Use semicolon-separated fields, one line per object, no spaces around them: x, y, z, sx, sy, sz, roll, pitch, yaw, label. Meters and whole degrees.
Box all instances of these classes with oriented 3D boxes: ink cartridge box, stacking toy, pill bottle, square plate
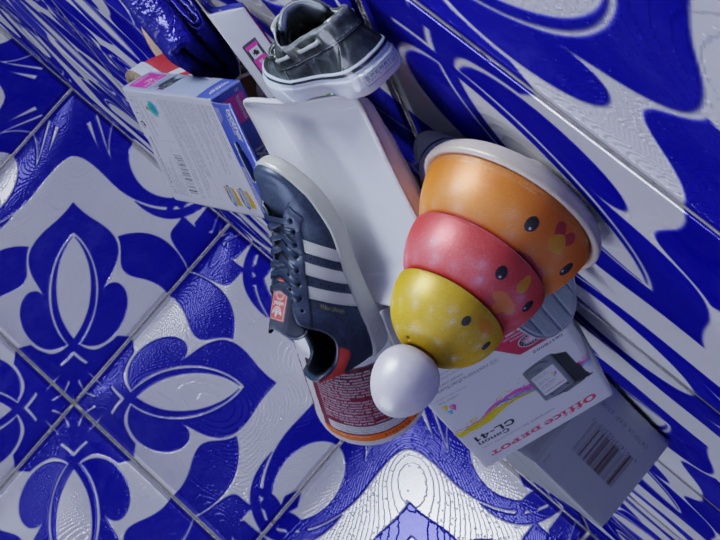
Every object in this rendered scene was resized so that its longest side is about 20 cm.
-0.128;-0.111;1.609;0.199;0.042;0.120;16;136;57;ink cartridge box
0.071;0.021;1.311;0.145;0.201;0.146;28;162;10;stacking toy
-0.003;0.064;1.693;0.114;0.114;0.201;38;158;31;pill bottle
0.124;0.075;1.637;0.200;0.147;0.086;49;-166;-53;ink cartridge box
0.001;-0.058;1.457;0.199;0.028;0.199;8;131;61;square plate
-0.083;-0.179;1.609;0.201;0.037;0.095;51;-177;-11;ink cartridge box

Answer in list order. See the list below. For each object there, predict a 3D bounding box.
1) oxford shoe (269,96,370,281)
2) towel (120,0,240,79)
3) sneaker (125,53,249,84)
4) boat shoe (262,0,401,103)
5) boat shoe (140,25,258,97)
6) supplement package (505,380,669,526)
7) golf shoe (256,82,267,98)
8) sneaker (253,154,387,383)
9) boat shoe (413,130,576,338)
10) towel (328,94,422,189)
-0.016;-0.073;1.565;0.071;0.071;0.201;-17;114;34;oxford shoe
-0.187;-0.260;1.636;0.201;0.049;0.148;52;-171;13;towel
-0.131;-0.174;1.730;0.200;0.112;0.072;36;157;45;sneaker
-0.031;-0.173;1.367;0.071;0.072;0.200;55;163;-18;boat shoe
-0.139;-0.196;1.844;0.200;0.071;0.070;41;173;9;boat shoe
0.211;0.165;1.946;0.117;0.118;0.200;43;174;-24;supplement package
-0.068;-0.121;1.755;0.200;0.091;0.076;53;-155;-57;golf shoe
-0.050;0.005;1.503;0.075;0.084;0.201;15;136;58;sneaker
0.108;-0.035;1.454;0.201;0.073;0.067;57;-178;-30;boat shoe
0.016;-0.102;1.541;0.200;0.031;0.149;52;-177;30;towel
